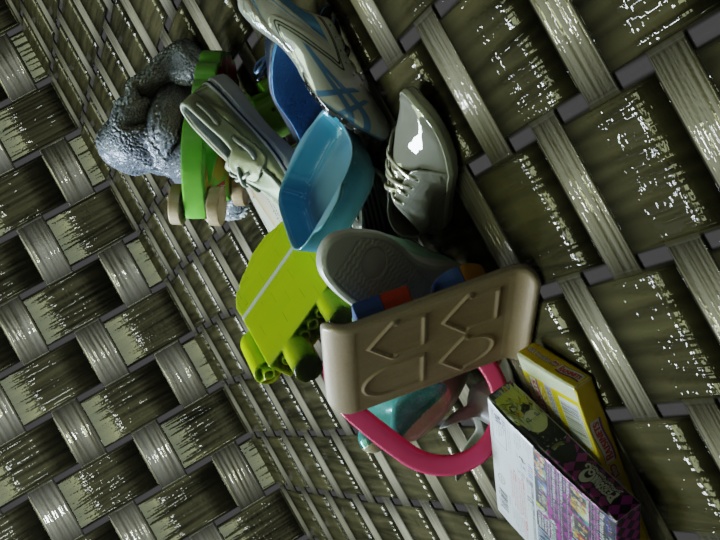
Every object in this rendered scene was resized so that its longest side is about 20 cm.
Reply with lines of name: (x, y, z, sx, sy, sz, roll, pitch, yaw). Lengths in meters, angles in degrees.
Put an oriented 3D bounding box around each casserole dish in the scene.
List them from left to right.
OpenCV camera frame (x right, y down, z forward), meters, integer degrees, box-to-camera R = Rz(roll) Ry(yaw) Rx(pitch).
casserole dish: (-0.032, -0.087, 1.696, 0.039, 0.122, 0.200, 24, -163, -19)

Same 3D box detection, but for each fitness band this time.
fitness band: (0.057, 0.113, 1.693, 0.199, 0.144, 0.037, 37, -176, 9)

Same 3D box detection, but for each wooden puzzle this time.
wooden puzzle: (0.060, 0.055, 1.570, 0.186, 0.198, 0.047, 87, 166, -62)

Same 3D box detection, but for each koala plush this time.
koala plush: (-0.223, -0.158, 2.244, 0.200, 0.184, 0.178, 43, 162, 18)

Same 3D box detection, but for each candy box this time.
candy box: (0.209, 0.168, 1.593, 0.102, 0.026, 0.201, 36, 152, 60)

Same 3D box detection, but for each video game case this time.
video game case: (0.192, 0.223, 1.622, 0.181, 0.036, 0.201, 44, 158, 35)

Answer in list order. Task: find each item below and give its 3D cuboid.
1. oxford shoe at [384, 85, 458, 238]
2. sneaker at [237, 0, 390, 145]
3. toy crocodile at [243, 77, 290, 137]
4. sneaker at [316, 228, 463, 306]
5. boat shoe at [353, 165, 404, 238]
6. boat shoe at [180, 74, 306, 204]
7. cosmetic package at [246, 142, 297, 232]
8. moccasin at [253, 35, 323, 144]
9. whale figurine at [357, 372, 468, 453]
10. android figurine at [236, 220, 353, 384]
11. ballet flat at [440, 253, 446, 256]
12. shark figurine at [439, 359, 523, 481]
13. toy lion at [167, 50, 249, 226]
oxford shoe: (0.050, -0.092, 1.578, 0.075, 0.057, 0.201, 55, 164, 28)
sneaker: (-0.033, -0.205, 1.642, 0.200, 0.072, 0.072, 49, -175, -14)
toy crocodile: (-0.112, -0.182, 1.960, 0.062, 0.067, 0.200, 63, 166, -9)
sneaker: (0.005, -0.003, 1.609, 0.118, 0.074, 0.200, 21, -177, 44)
boat shoe: (0.015, -0.028, 1.810, 0.062, 0.072, 0.201, 30, 146, 56)
boat shoe: (-0.116, -0.121, 1.837, 0.200, 0.062, 0.072, 49, 162, 18)
cosmetic package: (-0.070, -0.090, 1.986, 0.104, 0.073, 0.200, 62, 166, -2)
moccasin: (-0.071, -0.194, 1.763, 0.068, 0.080, 0.201, 56, 166, 33)
whale figurine: (0.046, 0.121, 1.808, 0.104, 0.159, 0.200, 46, -175, -4)
android figurine: (-0.066, 0.024, 1.746, 0.041, 0.183, 0.200, 26, -164, -33)
ballet flat: (0.000, 0.000, 1.762, 0.199, 0.067, 0.071, -21, 100, 41)
shark figurine: (0.120, 0.152, 1.767, 0.129, 0.089, 0.214, 61, 165, 4)
toy lion: (-0.178, -0.164, 2.050, 0.200, 0.068, 0.194, -56, -33, -74)
